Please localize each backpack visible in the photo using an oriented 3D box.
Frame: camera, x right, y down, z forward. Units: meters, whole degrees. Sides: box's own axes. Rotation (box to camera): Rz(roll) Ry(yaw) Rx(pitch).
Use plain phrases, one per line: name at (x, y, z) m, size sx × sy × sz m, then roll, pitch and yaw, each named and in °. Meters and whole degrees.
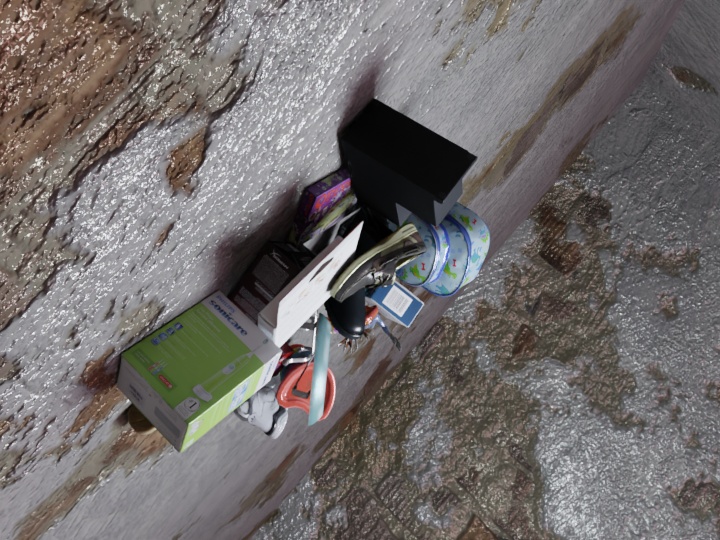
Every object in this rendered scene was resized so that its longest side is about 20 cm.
backpack at (0.137, -0.050, 1.538) m, size 0.146 × 0.198 × 0.186 m, roll -29°, pitch 144°, yaw -49°

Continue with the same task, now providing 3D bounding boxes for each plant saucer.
plant saucer at (-0.073, 0.179, 1.426) m, size 0.200 × 0.027 × 0.205 m, roll -174°, pitch -90°, yaw -89°

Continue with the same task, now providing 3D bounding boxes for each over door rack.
over door rack at (-0.115, 0.126, 1.489) m, size 0.201 × 0.065 × 0.151 m, roll -90°, pitch -175°, yaw -71°

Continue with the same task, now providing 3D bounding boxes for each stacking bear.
stacking bear at (-0.125, 0.215, 1.666) m, size 0.115 × 0.120 × 0.200 m, roll -63°, pitch -161°, yaw 4°

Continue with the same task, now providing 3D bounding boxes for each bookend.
bookend at (0.083, -0.142, 1.265) m, size 0.093 × 0.198 × 0.200 m, roll -50°, pitch 157°, yaw -16°

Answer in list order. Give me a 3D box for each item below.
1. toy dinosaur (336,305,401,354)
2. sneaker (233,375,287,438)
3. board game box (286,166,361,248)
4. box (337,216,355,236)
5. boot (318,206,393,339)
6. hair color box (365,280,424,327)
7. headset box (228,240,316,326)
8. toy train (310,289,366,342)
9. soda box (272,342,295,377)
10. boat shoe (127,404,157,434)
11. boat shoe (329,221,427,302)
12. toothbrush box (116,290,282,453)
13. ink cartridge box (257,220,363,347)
toy dinosaur at (-0.005, 0.098, 1.584) m, size 0.103 × 0.202 × 0.183 m, roll -18°, pitch 151°, yaw -20°
sneaker at (-0.219, 0.274, 1.722) m, size 0.076 × 0.114 × 0.201 m, roll -53°, pitch -160°, yaw 19°
board game box at (-0.041, -0.124, 1.351) m, size 0.199 × 0.032 × 0.121 m, roll -36°, pitch 156°, yaw -44°
box at (-0.002, -0.048, 1.619) m, size 0.158 × 0.046 × 0.201 m, roll -38°, pitch 162°, yaw -41°
boot at (0.000, 0.000, 1.425) m, size 0.075 × 0.203 × 0.168 m, roll 8°, pitch 145°, yaw -36°
hair color box at (0.055, 0.056, 1.623) m, size 0.061 × 0.099 × 0.200 m, roll -53°, pitch -171°, yaw -5°
headset box at (-0.157, 0.053, 1.334) m, size 0.201 × 0.075 × 0.148 m, roll -53°, pitch 166°, yaw 10°
toy train at (-0.040, 0.060, 1.598) m, size 0.202 × 0.055 × 0.150 m, roll -55°, pitch -170°, yaw -4°
soda box at (-0.203, 0.170, 1.517) m, size 0.070 × 0.063 × 0.200 m, roll -53°, pitch 167°, yaw 11°
boat shoe at (-0.295, 0.197, 1.304) m, size 0.198 × 0.072 × 0.065 m, roll -34°, pitch 166°, yaw -19°
boat shoe at (0.036, -0.005, 1.315) m, size 0.200 × 0.066 × 0.072 m, roll -39°, pitch 170°, yaw -28°
toothbrush box at (-0.239, 0.146, 1.174) m, size 0.199 × 0.145 × 0.087 m, roll -38°, pitch 162°, yaw -42°
ink cartridge box at (-0.082, 0.018, 1.239) m, size 0.200 × 0.043 × 0.175 m, roll -45°, pitch 164°, yaw -28°
